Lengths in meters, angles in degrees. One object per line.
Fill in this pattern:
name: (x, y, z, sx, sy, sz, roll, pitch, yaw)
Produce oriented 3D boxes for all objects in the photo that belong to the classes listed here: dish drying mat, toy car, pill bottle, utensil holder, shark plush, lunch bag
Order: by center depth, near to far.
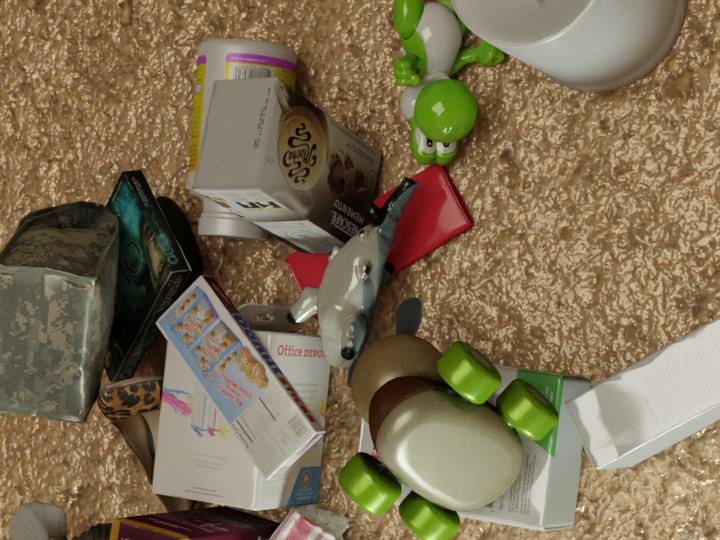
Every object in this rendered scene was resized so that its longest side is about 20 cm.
utensil holder: (0.186, -0.262, 1.508, 0.170, 0.200, 0.170, -3, 84, 28)
toy car: (0.052, 0.117, 1.517, 0.164, 0.158, 0.200, -49, 37, 11)
shark plush: (0.000, 0.000, 1.638, 0.091, 0.083, 0.200, 17, 94, 37)
dish drying mat: (0.018, -0.029, 1.682, 0.200, 0.018, 0.077, -31, 74, 21)
lunch bag: (-0.305, 0.034, 1.684, 0.117, 0.200, 0.164, 8, 112, 0)
pill bottle: (-0.124, -0.133, 1.715, 0.104, 0.104, 0.200, 4, 88, 28)

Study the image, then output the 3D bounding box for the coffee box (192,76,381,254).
coffee box: (-0.068, -0.097, 1.617, 0.080, 0.200, 0.113, 2, 73, 31)

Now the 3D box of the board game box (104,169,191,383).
board game box: (-0.248, 0.009, 1.756, 0.135, 0.028, 0.200, 60, 139, 27)

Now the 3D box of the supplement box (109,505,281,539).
supplement box: (-0.165, 0.302, 1.649, 0.086, 0.200, 0.111, 11, 91, 27)

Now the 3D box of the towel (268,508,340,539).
towel: (-0.024, 0.345, 1.614, 0.200, 0.030, 0.146, 32, 82, 8)

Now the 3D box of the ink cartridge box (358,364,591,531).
ink cartridge box: (0.106, 0.159, 1.582, 0.200, 0.084, 0.146, 7, 88, 28)

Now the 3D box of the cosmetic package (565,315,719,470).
cosmetic package: (0.293, 0.103, 1.480, 0.200, 0.102, 0.074, -30, 72, 21)

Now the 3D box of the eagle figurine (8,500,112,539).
eagle figurine: (-0.286, 0.341, 1.758, 0.200, 0.151, 0.152, 11, 81, 39)

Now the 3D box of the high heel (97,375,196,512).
high heel: (-0.211, 0.183, 1.687, 0.071, 0.200, 0.143, -12, 78, 12)

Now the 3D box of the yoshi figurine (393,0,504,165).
yoshi figurine: (0.079, -0.205, 1.615, 0.112, 0.112, 0.200, -4, 87, 21)

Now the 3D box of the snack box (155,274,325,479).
snack box: (-0.117, 0.101, 1.594, 0.072, 0.024, 0.200, -45, 68, 18)

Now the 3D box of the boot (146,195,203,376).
boot: (-0.208, 0.022, 1.770, 0.075, 0.074, 0.200, -16, 82, 32)

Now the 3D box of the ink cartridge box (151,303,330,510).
ink cartridge box: (-0.116, 0.132, 1.678, 0.125, 0.128, 0.200, 4, 87, 28)

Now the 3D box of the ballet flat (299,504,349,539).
ballet flat: (-0.038, 0.336, 1.660, 0.072, 0.072, 0.200, 1, 88, 28)
